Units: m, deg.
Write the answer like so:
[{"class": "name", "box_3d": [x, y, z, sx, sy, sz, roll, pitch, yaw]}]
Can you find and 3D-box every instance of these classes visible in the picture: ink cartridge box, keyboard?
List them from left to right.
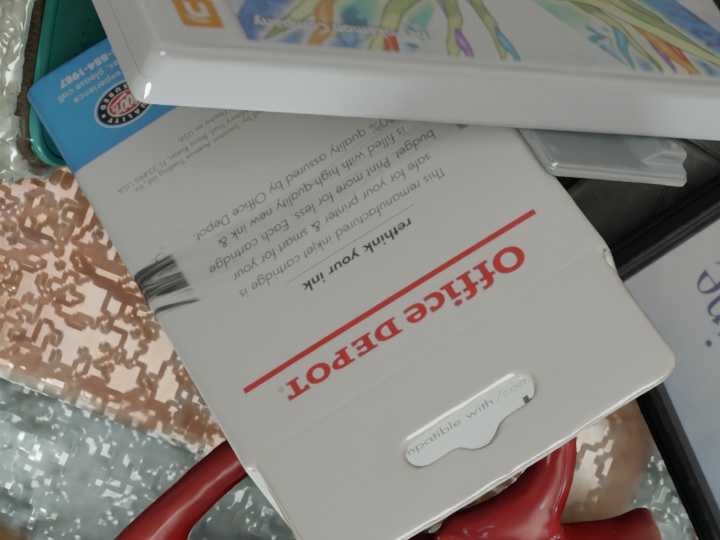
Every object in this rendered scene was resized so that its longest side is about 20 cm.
[{"class": "ink cartridge box", "box_3d": [0.000, 0.000, 0.724, 0.116, 0.067, 0.200, -31, 56, -3]}, {"class": "keyboard", "box_3d": [0.030, -0.098, 0.752, 0.056, 0.011, 0.200, -2, 47, -36]}]

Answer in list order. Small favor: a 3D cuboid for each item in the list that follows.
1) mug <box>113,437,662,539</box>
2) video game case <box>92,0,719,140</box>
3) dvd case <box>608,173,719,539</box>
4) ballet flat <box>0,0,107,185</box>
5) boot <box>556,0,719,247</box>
[{"class": "mug", "box_3d": [-0.008, 0.123, 0.780, 0.199, 0.133, 0.178, -2, 69, 0]}, {"class": "video game case", "box_3d": [0.000, -0.110, 0.718, 0.200, 0.183, 0.022, 2, 136, -32]}, {"class": "dvd case", "box_3d": [0.176, 0.006, 0.796, 0.200, 0.018, 0.143, -33, 116, -12]}, {"class": "ballet flat", "box_3d": [-0.100, -0.128, 0.788, 0.072, 0.072, 0.201, 17, 88, -5]}, {"class": "boot", "box_3d": [0.100, 0.002, 0.807, 0.132, 0.070, 0.200, 42, 95, -13]}]
